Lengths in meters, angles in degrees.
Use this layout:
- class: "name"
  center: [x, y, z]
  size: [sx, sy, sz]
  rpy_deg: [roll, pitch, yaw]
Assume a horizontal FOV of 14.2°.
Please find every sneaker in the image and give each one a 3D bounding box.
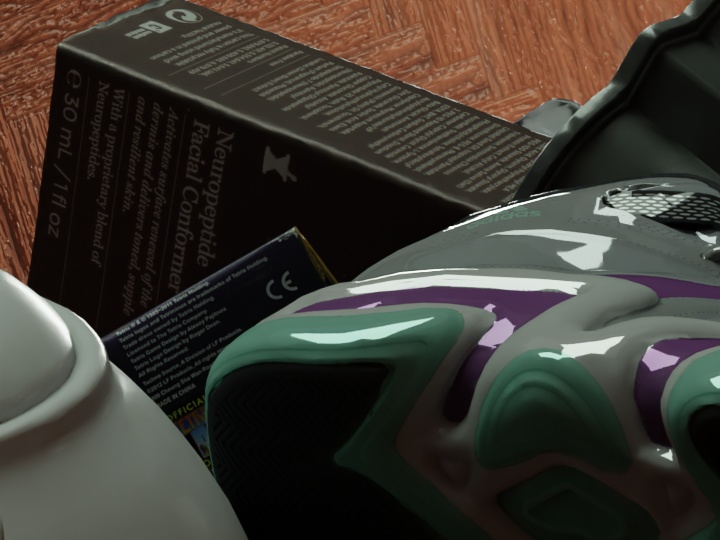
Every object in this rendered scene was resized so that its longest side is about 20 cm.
- class: "sneaker"
  center: [0.082, 0.022, 0.598]
  size: [0.199, 0.078, 0.140]
  rpy_deg: [15, 31, 26]

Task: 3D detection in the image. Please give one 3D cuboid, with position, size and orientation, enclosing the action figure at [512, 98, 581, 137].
- class: "action figure"
  center: [0.102, 0.025, 1.036]
  size: [0.130, 0.200, 0.069]
  rpy_deg: [23, 62, 38]

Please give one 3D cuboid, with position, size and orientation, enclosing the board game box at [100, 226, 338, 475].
- class: "board game box"
  center: [-0.083, 0.070, 0.749]
  size: [0.200, 0.057, 0.165]
  rpy_deg: [-30, -7, -2]

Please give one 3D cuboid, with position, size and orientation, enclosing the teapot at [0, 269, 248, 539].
- class: "teapot"
  center: [-0.107, 0.055, 0.560]
  size: [0.199, 0.147, 0.197]
  rpy_deg: [6, 18, 24]

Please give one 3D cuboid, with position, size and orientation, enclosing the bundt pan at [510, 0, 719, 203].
- class: "bundt pan"
  center: [0.108, 0.016, 0.746]
  size: [0.202, 0.076, 0.202]
  rpy_deg: [-35, -34, -28]

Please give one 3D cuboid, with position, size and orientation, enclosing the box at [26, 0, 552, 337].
- class: "box"
  center: [0.000, 0.000, 0.871]
  size: [0.199, 0.101, 0.075]
  rpy_deg: [21, 27, 22]
